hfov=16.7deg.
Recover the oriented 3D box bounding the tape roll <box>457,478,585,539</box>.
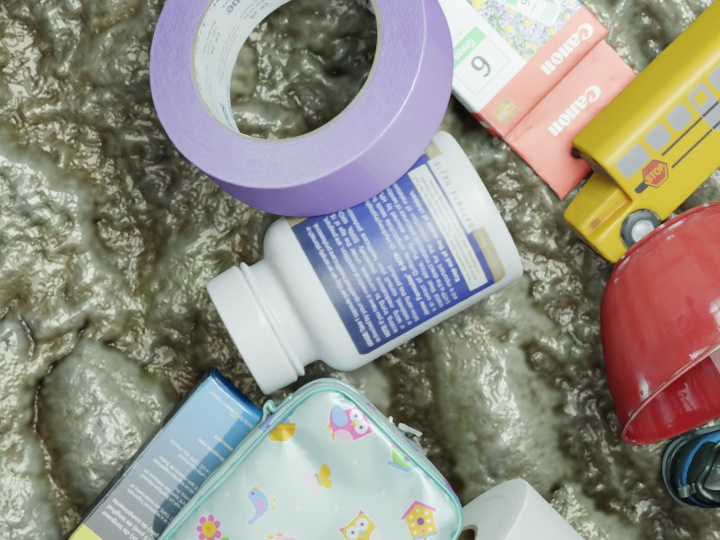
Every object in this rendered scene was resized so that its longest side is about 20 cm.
[{"bbox_3d":[0.091,0.261,1.685,0.203,0.203,0.139,-44,97,0],"label":"tape roll"}]

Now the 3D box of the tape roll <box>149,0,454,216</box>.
[{"bbox_3d":[-0.040,-0.141,1.660,0.200,0.066,0.201,-6,71,18],"label":"tape roll"}]

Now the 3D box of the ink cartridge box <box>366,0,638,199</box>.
[{"bbox_3d":[0.112,-0.155,1.725,0.109,0.050,0.200,-45,96,1],"label":"ink cartridge box"}]

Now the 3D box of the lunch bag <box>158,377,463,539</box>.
[{"bbox_3d":[-0.036,0.175,1.659,0.160,0.077,0.200,45,93,4],"label":"lunch bag"}]

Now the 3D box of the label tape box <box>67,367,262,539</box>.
[{"bbox_3d":[-0.117,0.190,1.731,0.144,0.063,0.200,41,91,-7],"label":"label tape box"}]

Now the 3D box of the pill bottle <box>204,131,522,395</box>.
[{"bbox_3d":[0.000,0.000,1.696,0.200,0.120,0.120,-29,96,-2],"label":"pill bottle"}]

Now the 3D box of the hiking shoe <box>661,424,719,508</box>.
[{"bbox_3d":[0.316,0.124,1.747,0.200,0.087,0.075,-26,96,-2],"label":"hiking shoe"}]

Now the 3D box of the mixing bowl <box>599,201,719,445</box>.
[{"bbox_3d":[0.242,0.024,1.699,0.200,0.200,0.109,-30,71,-1],"label":"mixing bowl"}]

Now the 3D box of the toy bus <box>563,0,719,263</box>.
[{"bbox_3d":[0.220,-0.100,1.721,0.200,0.065,0.078,-44,115,0],"label":"toy bus"}]
